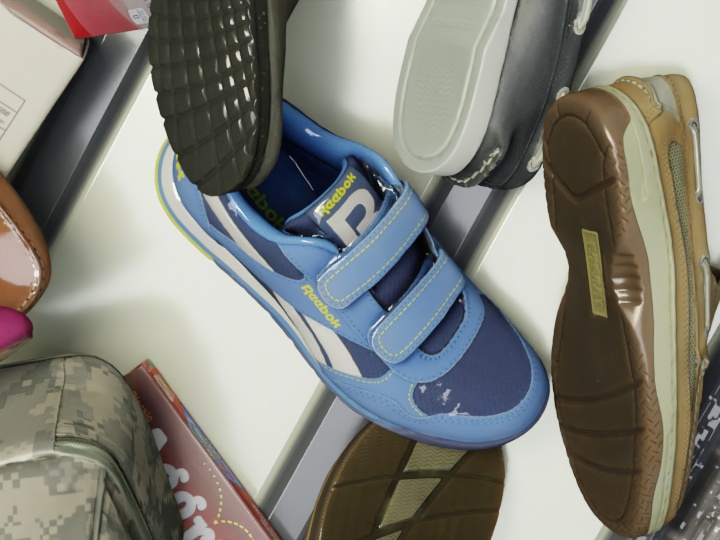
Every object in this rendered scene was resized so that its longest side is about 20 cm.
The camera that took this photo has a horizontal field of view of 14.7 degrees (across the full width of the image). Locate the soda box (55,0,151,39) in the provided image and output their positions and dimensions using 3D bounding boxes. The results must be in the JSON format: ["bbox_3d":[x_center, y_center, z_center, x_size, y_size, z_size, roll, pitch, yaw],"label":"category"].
[{"bbox_3d":[-0.120,-0.198,1.138,0.063,0.070,0.201,-4,121,42],"label":"soda box"}]

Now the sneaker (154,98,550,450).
[{"bbox_3d":[0.000,0.000,1.175,0.200,0.082,0.074,39,64,-2],"label":"sneaker"}]

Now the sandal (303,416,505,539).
[{"bbox_3d":[-0.001,0.149,1.212,0.081,0.055,0.201,20,85,-22],"label":"sandal"}]

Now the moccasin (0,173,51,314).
[{"bbox_3d":[-0.207,-0.049,1.119,0.074,0.078,0.201,-41,106,7],"label":"moccasin"}]

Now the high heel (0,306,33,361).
[{"bbox_3d":[-0.232,0.015,1.126,0.199,0.067,0.097,-13,92,11],"label":"high heel"}]

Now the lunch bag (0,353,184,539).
[{"bbox_3d":[-0.176,0.147,1.145,0.199,0.168,0.140,-10,128,7],"label":"lunch bag"}]

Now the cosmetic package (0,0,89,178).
[{"bbox_3d":[-0.212,-0.043,1.199,0.105,0.071,0.200,35,99,-10],"label":"cosmetic package"}]

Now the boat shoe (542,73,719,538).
[{"bbox_3d":[0.128,0.015,1.181,0.076,0.072,0.201,-18,117,-32],"label":"boat shoe"}]

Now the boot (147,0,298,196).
[{"bbox_3d":[-0.018,-0.130,1.136,0.068,0.130,0.201,-10,82,50],"label":"boot"}]

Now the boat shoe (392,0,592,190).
[{"bbox_3d":[0.070,-0.132,1.172,0.060,0.076,0.201,12,102,-39],"label":"boat shoe"}]

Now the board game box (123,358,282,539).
[{"bbox_3d":[-0.077,0.150,1.245,0.103,0.019,0.200,-36,93,8],"label":"board game box"}]
